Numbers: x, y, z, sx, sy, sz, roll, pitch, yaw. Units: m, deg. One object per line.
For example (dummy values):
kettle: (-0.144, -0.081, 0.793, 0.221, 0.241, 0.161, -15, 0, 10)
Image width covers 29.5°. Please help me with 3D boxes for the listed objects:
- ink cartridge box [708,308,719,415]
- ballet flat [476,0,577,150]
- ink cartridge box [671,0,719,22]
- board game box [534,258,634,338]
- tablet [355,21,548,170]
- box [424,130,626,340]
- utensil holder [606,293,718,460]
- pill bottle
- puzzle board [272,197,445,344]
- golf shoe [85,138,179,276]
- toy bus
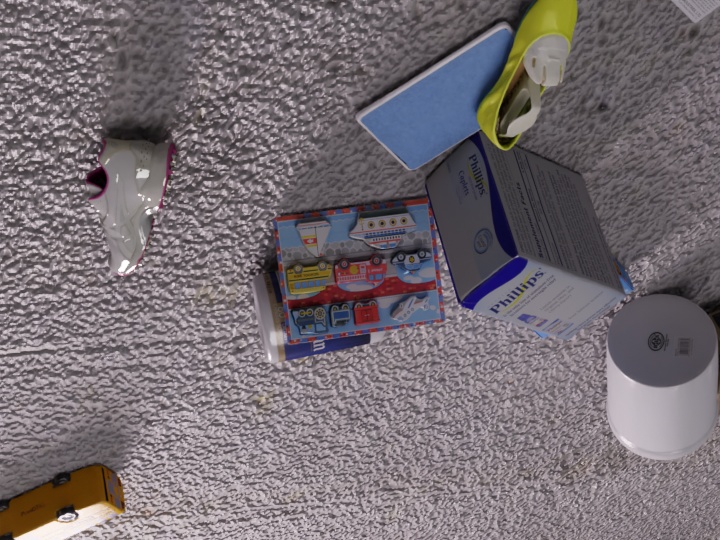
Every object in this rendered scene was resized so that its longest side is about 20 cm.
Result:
ink cartridge box: (0.601, 0.121, 2.084, 0.163, 0.076, 0.201, -20, 144, -6)
ballet flat: (0.185, -0.208, 1.466, 0.066, 0.068, 0.201, 3, 140, -24)
ink cartridge box: (0.370, -0.356, 1.353, 0.199, 0.077, 0.136, -35, 142, 27)
board game box: (0.264, 0.011, 1.845, 0.150, 0.037, 0.200, -30, 142, 19)
tablet: (0.105, -0.192, 1.525, 0.199, 0.014, 0.130, -31, 142, 18)
box: (0.194, -0.038, 1.622, 0.198, 0.186, 0.105, 18, 135, -39)
utensil holder: (0.439, 0.154, 2.001, 0.168, 0.172, 0.201, -17, 143, 1)
pill bottle: (-0.030, 0.043, 1.704, 0.197, 0.112, 0.112, -11, 145, -7)
puzzle board: (0.000, 0.000, 1.643, 0.197, 0.153, 0.017, -8, -178, -12)
golf shoe: (-0.261, -0.074, 1.502, 0.090, 0.076, 0.201, 14, 135, -14)
toy bus: (-0.449, 0.354, 2.002, 0.198, 0.066, 0.078, -25, 146, 11)
